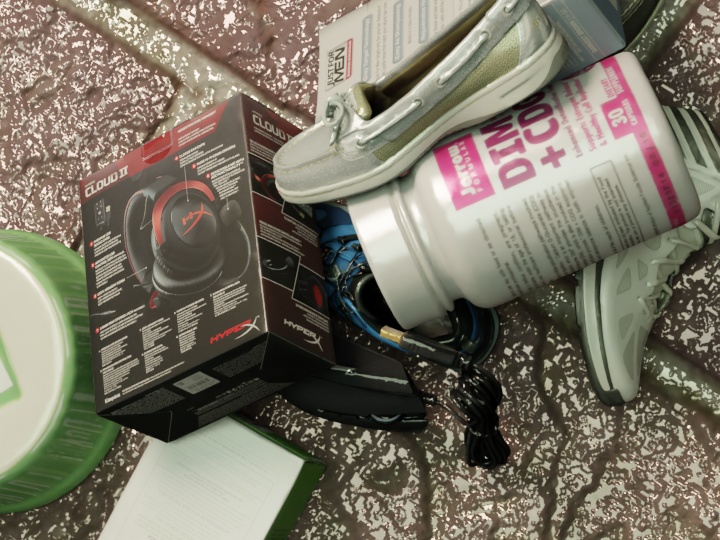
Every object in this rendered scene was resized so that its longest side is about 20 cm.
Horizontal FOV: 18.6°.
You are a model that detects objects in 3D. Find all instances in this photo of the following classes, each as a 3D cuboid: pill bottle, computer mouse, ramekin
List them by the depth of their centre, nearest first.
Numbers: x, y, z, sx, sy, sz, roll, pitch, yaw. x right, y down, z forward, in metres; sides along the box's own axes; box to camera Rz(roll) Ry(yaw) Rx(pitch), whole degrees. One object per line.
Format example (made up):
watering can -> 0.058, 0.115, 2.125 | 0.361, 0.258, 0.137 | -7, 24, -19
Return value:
pill bottle -> 0.099, -0.046, 1.362 | 0.199, 0.113, 0.114 | -24, 79, 6
computer mouse -> 0.003, 0.071, 1.426 | 0.199, 0.141, 0.046 | 25, 66, 14
ramekin -> -0.265, 0.066, 1.509 | 0.199, 0.098, 0.201 | -1, 84, 13

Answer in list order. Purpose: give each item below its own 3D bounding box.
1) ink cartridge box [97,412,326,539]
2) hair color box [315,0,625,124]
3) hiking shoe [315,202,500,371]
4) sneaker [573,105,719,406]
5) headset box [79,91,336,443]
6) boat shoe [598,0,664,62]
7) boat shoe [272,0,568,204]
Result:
ink cartridge box -> -0.119, 0.191, 1.483 | 0.103, 0.059, 0.201 | 28, 90, 15
hair color box -> 0.068, -0.149, 1.409 | 0.199, 0.061, 0.099 | -26, 39, 25
hiking shoe -> 0.000, 0.000, 1.463 | 0.199, 0.087, 0.075 | 24, 90, 14
sneaker -> 0.200, -0.013, 1.425 | 0.115, 0.076, 0.202 | -1, 82, 14
headset box -> -0.104, -0.010, 1.443 | 0.148, 0.075, 0.201 | -26, 57, 28
boat shoe -> 0.129, -0.156, 1.463 | 0.201, 0.061, 0.072 | -43, 76, 5
boat shoe -> 0.027, -0.108, 1.337 | 0.201, 0.075, 0.065 | -27, 116, 20
